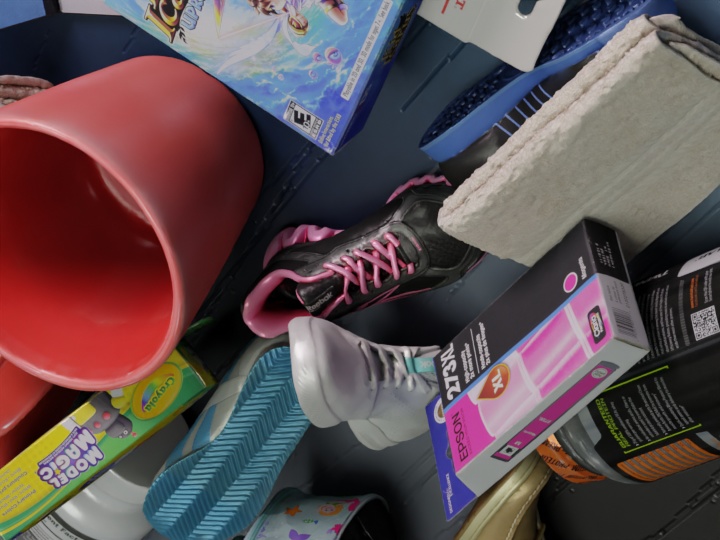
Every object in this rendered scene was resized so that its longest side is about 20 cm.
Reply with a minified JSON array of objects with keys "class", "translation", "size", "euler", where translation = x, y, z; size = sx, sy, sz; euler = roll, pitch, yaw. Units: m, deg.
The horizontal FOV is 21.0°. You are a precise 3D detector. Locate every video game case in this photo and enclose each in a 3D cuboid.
[{"class":"video game case","translation":[-0.049,-0.194,1.171],"size":[0.181,0.045,0.200],"euler":[35,133,9]}]

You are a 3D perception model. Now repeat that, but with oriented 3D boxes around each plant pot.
[{"class":"plant pot","translation":[-0.166,-0.048,1.317],"size":[0.200,0.177,0.201],"euler":[13,124,21]}]

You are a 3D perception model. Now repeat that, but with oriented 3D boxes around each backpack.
[{"class":"backpack","translation":[-0.039,0.261,1.434],"size":[0.150,0.178,0.200],"euler":[8,117,19]}]

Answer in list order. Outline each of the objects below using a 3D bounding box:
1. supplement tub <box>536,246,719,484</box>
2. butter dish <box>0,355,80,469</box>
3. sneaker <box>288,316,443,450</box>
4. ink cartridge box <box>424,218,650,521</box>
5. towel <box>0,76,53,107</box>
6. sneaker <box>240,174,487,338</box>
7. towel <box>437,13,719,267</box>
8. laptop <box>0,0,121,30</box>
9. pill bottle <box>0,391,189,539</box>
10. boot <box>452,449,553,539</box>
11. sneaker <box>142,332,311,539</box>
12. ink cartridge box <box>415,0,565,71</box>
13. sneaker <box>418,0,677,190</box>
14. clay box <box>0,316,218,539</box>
[{"class":"supplement tub","translation":[0.204,0.060,1.214],"size":[0.200,0.123,0.123],"euler":[-25,104,36]},{"class":"butter dish","translation":[-0.286,0.081,1.461],"size":[0.199,0.200,0.148],"euler":[13,134,23]},{"class":"sneaker","translation":[0.016,0.069,1.306],"size":[0.088,0.200,0.075],"euler":[-13,72,17]},{"class":"ink cartridge box","translation":[0.096,0.065,1.215],"size":[0.037,0.095,0.200],"euler":[18,132,-29]},{"class":"towel","translation":[-0.310,-0.098,1.360],"size":[0.132,0.200,0.035],"euler":[-31,68,37]},{"class":"sneaker","translation":[0.000,0.000,1.310],"size":[0.200,0.095,0.079],"euler":[-22,103,35]},{"class":"towel","translation":[0.153,-0.068,1.172],"size":[0.132,0.035,0.200],"euler":[22,130,-34]},{"class":"laptop","translation":[-0.221,-0.238,1.278],"size":[0.200,0.116,0.187],"euler":[7,121,26]},{"class":"pill bottle","translation":[-0.219,0.177,1.521],"size":[0.116,0.116,0.200],"euler":[45,128,-1]},{"class":"boot","translation":[0.138,0.222,1.377],"size":[0.155,0.073,0.200],"euler":[31,130,10]},{"class":"sneaker","translation":[-0.085,0.119,1.409],"size":[0.076,0.081,0.200],"euler":[35,113,-11]},{"class":"ink cartridge box","translation":[0.049,-0.221,1.169],"size":[0.200,0.067,0.117],"euler":[33,130,9]},{"class":"sneaker","translation":[0.128,-0.103,1.201],"size":[0.078,0.070,0.200],"euler":[44,131,-16]},{"class":"clay box","translation":[-0.173,0.108,1.366],"size":[0.200,0.115,0.048],"euler":[-37,89,0]}]
